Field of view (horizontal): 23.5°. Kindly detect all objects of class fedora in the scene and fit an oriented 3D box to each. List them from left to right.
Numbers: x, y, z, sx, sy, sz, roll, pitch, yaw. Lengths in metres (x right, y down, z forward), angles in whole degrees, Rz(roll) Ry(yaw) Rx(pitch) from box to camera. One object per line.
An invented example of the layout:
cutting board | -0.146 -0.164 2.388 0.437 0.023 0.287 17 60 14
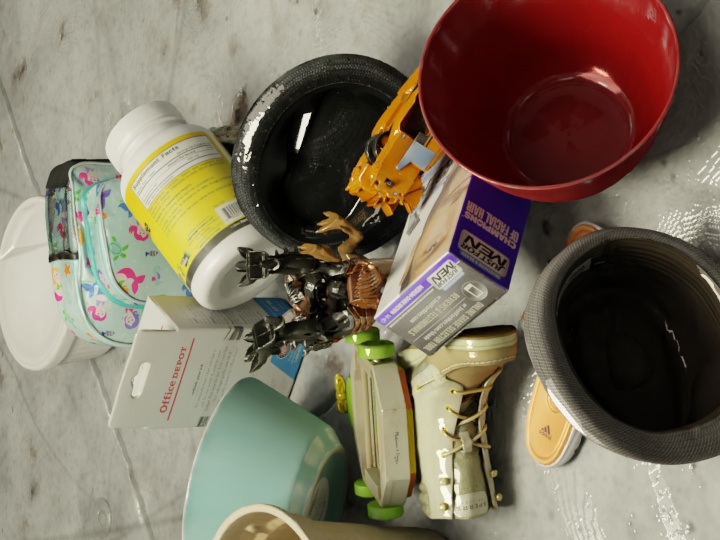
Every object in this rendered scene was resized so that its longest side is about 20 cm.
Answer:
fedora | -0.024 -0.113 1.591 0.092 0.199 0.202 -95 22 -67
fedora | 0.206 0.069 1.276 0.201 0.176 0.090 59 162 25

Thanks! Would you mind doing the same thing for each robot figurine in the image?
robot figurine | 0.064 -0.142 1.460 0.201 0.058 0.145 -57 12 -7

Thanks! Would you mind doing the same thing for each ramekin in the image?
ramekin | -0.343 0.015 2.031 0.202 0.094 0.204 -1 88 53

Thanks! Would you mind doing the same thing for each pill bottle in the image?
pill bottle | -0.163 -0.068 1.692 0.200 0.112 0.113 51 129 24

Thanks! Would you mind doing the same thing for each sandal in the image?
sandal | 0.160 0.064 1.391 0.079 0.059 0.208 28 111 49

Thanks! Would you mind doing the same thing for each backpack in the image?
backpack | -0.234 -0.017 1.823 0.150 0.177 0.202 8 99 57

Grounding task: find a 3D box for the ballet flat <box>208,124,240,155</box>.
ballet flat | -0.098 -0.110 1.735 0.200 0.064 0.076 31 139 49

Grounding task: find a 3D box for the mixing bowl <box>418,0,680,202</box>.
mixing bowl | 0.153 -0.130 1.335 0.199 0.108 0.201 -7 64 15

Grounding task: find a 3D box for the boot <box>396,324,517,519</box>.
boot | 0.088 0.130 1.452 0.200 0.072 0.156 148 117 -70

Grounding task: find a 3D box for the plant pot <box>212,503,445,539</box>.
plant pot | -0.010 0.297 1.504 0.200 0.183 0.202 -1 89 52

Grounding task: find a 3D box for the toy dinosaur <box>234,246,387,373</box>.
toy dinosaur | -0.030 0.020 1.459 0.200 0.135 0.103 113 149 -50

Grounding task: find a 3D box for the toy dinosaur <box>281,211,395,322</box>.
toy dinosaur | 0.000 0.000 1.558 0.199 0.106 0.061 -20 36 31

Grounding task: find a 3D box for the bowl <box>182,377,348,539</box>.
bowl | -0.078 0.208 1.620 0.104 0.201 0.202 11 99 17

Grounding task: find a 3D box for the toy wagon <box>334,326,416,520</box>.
toy wagon | 0.011 0.130 1.563 0.200 0.039 0.156 -137 43 -77

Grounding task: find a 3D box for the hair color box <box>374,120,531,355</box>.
hair color box | 0.085 -0.041 1.408 0.109 0.065 0.201 -43 21 43

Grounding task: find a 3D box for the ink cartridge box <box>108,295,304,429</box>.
ink cartridge box | -0.160 0.089 1.697 0.067 0.199 0.116 44 122 44
